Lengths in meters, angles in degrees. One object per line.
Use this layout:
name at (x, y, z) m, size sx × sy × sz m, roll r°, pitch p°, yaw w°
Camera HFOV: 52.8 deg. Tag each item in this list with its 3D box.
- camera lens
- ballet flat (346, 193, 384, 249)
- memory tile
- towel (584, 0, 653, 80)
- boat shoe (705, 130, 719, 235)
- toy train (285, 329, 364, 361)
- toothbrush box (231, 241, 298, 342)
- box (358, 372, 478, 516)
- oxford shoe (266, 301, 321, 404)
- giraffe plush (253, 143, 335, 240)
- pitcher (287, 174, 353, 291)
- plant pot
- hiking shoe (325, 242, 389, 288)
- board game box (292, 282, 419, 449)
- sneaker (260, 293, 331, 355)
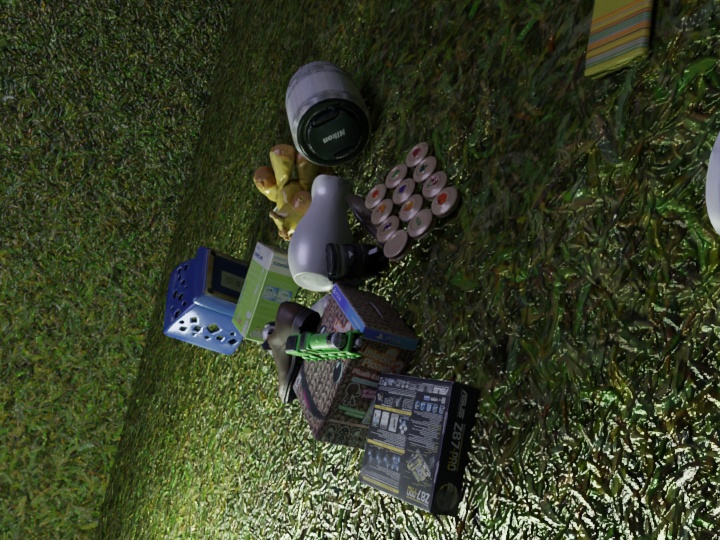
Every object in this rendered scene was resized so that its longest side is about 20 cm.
camera lens at (-0.069, -0.321, 1.480) m, size 0.161 × 0.159 × 0.201 m, roll -59°, pitch 28°, yaw 29°
ballet flat at (0.024, -0.093, 1.277) m, size 0.046 × 0.068 × 0.200 m, roll -37°, pitch 30°, yaw 0°
memory tile at (0.076, -0.114, 1.162) m, size 0.153 × 0.017 × 0.201 m, roll -43°, pitch 35°, yaw 18°
towel at (0.314, -0.327, 0.851) m, size 0.086 × 0.018 × 0.202 m, roll -7°, pitch 68°, yaw 58°
boat shoe at (0.344, -0.120, 0.586) m, size 0.065 × 0.073 × 0.202 m, roll -157°, pitch 83°, yaw -70°
toy train at (-0.057, 0.109, 1.079) m, size 0.200 × 0.056 × 0.042 m, roll -17°, pitch 60°, yaw 62°
toothbrush box at (-0.210, 0.051, 1.637) m, size 0.145 × 0.086 × 0.202 m, roll 26°, pitch 99°, yaw 66°
box at (0.073, 0.225, 0.976) m, size 0.200 × 0.049 × 0.163 m, roll -10°, pitch 65°, yaw 63°
oxford shoe at (-0.120, 0.138, 1.241) m, size 0.084 × 0.073 × 0.201 m, roll 26°, pitch 121°, yaw 28°
giraffe plush at (-0.138, -0.139, 1.516) m, size 0.163 × 0.171 × 0.201 m, roll -106°, pitch 32°, yaw -48°
pitcher at (-0.071, -0.056, 1.398) m, size 0.172 × 0.120 × 0.201 m, roll 96°, pitch -177°, yaw -63°
plant pot at (-0.367, 0.068, 1.842) m, size 0.180 × 0.199 × 0.201 m, roll -42°, pitch 38°, yaw 38°
hiking shoe at (0.000, 0.000, 1.223) m, size 0.200 × 0.100 × 0.076 m, roll 62°, pitch -156°, yaw -79°
board game box at (-0.013, 0.149, 1.146) m, size 0.201 × 0.096 × 0.160 m, roll -67°, pitch 25°, yaw 14°
sneaker at (-0.110, 0.111, 1.290) m, size 0.080 × 0.129 × 0.199 m, roll 69°, pitch 155°, yaw 11°
